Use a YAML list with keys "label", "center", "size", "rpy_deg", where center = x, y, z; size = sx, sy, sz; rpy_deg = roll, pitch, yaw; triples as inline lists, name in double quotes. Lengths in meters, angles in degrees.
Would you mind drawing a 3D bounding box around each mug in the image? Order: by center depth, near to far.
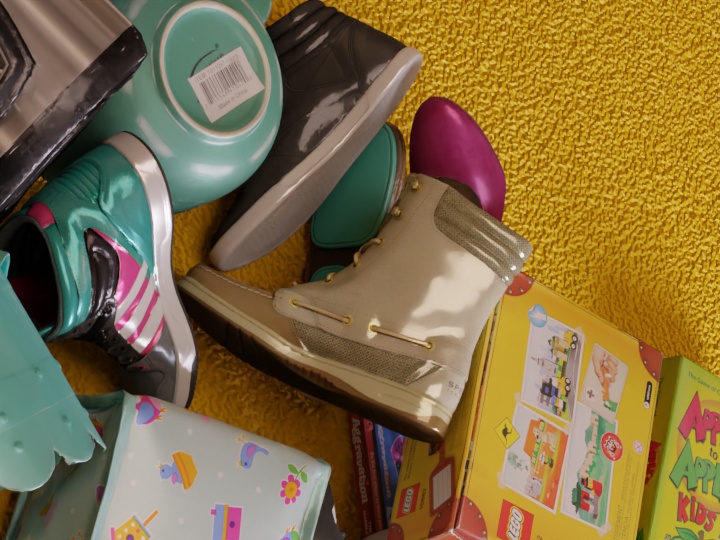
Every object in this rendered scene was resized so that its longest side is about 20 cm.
- label: "mug"
  center: [-0.122, -0.129, 1.569]
  size: [0.151, 0.114, 0.187]
  rpy_deg: [19, 69, -36]

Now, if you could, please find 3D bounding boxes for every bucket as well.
- label: "bucket"
  center: [-0.253, 0.080, 1.359]
  size: [0.207, 0.207, 0.136]
  rpy_deg: [-28, 93, -41]

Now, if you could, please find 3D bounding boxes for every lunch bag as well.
- label: "lunch bag"
  center: [-0.125, 0.187, 1.494]
  size: [0.170, 0.121, 0.202]
  rpy_deg: [24, 73, -36]

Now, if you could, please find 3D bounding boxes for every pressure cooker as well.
- label: "pressure cooker"
  center: [-0.245, -0.131, 1.417]
  size: [0.200, 0.179, 0.176]
  rpy_deg: [45, 44, -5]

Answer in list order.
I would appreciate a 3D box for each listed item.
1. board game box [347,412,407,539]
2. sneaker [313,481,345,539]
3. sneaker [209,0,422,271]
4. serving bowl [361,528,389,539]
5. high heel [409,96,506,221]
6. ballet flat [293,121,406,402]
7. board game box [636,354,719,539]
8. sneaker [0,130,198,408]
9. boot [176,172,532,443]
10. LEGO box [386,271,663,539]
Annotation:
- label: "board game box"
  center: [0.045, 0.184, 1.706]
  size: [0.102, 0.019, 0.202]
  rpy_deg: [-1, 81, -42]
- label: "sneaker"
  center: [-0.017, 0.218, 1.572]
  size: [0.087, 0.076, 0.201]
  rpy_deg: [7, 54, -14]
- label: "sneaker"
  center: [-0.056, -0.095, 1.659]
  size: [0.099, 0.071, 0.200]
  rpy_deg: [37, 77, 13]
- label: "serving bowl"
  center: [0.056, 0.266, 1.639]
  size: [0.199, 0.066, 0.202]
  rpy_deg: [8, 75, -33]
- label: "high heel"
  center: [0.055, -0.017, 1.693]
  size: [0.096, 0.067, 0.201]
  rpy_deg: [-57, 151, -42]
- label: "ballet flat"
  center: [0.000, 0.000, 1.686]
  size: [0.072, 0.067, 0.202]
  rpy_deg: [41, 55, -51]
- label: "board game box"
  center: [0.240, 0.177, 1.855]
  size: [0.101, 0.047, 0.201]
  rpy_deg: [29, 62, -32]
- label: "sneaker"
  center: [-0.166, 0.027, 1.496]
  size: [0.120, 0.083, 0.201]
  rpy_deg: [-29, 129, -31]
- label: "boot"
  center: [-0.005, 0.004, 1.602]
  size: [0.199, 0.072, 0.155]
  rpy_deg: [25, 76, 11]
- label: "LEGO box"
  center: [0.110, 0.119, 1.640]
  size: [0.148, 0.077, 0.201]
  rpy_deg: [29, 57, -26]
